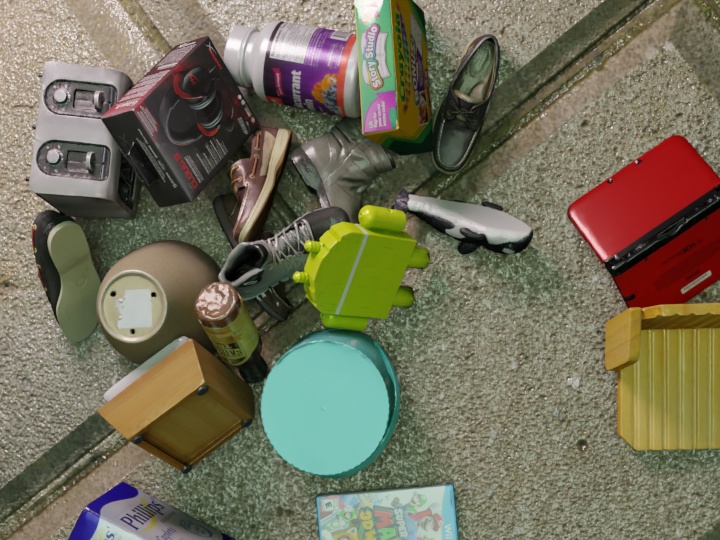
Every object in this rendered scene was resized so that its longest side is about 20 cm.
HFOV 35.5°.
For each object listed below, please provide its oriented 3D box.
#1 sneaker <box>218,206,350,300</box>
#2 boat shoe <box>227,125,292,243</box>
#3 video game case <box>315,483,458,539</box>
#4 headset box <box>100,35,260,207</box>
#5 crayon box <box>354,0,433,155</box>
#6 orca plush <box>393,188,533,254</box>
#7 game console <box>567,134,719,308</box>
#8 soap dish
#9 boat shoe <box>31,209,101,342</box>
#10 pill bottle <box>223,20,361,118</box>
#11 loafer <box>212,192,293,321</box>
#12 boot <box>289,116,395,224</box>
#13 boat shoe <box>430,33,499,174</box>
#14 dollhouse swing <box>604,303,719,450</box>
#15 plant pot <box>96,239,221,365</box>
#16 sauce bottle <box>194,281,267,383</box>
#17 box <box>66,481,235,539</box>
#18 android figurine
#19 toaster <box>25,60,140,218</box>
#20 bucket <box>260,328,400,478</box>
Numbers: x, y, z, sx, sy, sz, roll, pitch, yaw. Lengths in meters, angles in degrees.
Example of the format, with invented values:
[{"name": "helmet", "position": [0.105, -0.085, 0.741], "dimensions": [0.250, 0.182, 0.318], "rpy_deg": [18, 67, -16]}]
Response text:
[{"name": "sneaker", "position": [-0.102, -0.025, 1.490], "dimensions": [0.198, 0.116, 0.076], "rpy_deg": [-33, 81, -1]}, {"name": "boat shoe", "position": [-0.151, -0.122, 1.554], "dimensions": [0.071, 0.073, 0.203], "rpy_deg": [17, 58, -1]}, {"name": "video game case", "position": [0.040, 0.382, 1.589], "dimensions": [0.196, 0.018, 0.146], "rpy_deg": [-6, 87, 3]}, {"name": "headset box", "position": [-0.244, -0.194, 1.514], "dimensions": [0.074, 0.201, 0.150], "rpy_deg": [-5, 126, 40]}, {"name": "crayon box", "position": [0.047, -0.271, 1.521], "dimensions": [0.057, 0.172, 0.204], "rpy_deg": [-5, 85, 17]}, {"name": "orca plush", "position": [0.138, -0.049, 1.570], "dimensions": [0.196, 0.106, 0.072], "rpy_deg": [8, 120, 1]}, {"name": "game console", "position": [0.421, -0.055, 1.577], "dimensions": [0.198, 0.119, 0.173], "rpy_deg": [-33, 118, 3]}, {"name": "soap dish", "position": [-0.239, 0.187, 1.523], "dimensions": [0.156, 0.200, 0.082], "rpy_deg": [-36, 59, 1]}, {"name": "boat shoe", "position": [-0.411, 0.008, 1.576], "dimensions": [0.073, 0.204, 0.063], "rpy_deg": [-30, 44, -33]}, {"name": "pill bottle", "position": [-0.085, -0.283, 1.564], "dimensions": [0.196, 0.111, 0.114], "rpy_deg": [12, 89, 13]}, {"name": "loafer", "position": [-0.139, -0.026, 1.583], "dimensions": [0.070, 0.073, 0.203], "rpy_deg": [-26, 87, 4]}, {"name": "boot", "position": [-0.002, -0.119, 1.584], "dimensions": [0.129, 0.068, 0.202], "rpy_deg": [-31, 88, -2]}, {"name": "boat shoe", "position": [0.145, -0.236, 1.575], "dimensions": [0.072, 0.065, 0.204], "rpy_deg": [15, 90, 2]}, {"name": "dollhouse swing", "position": [0.440, 0.145, 1.497], "dimensions": [0.196, 0.182, 0.180], "rpy_deg": [-1, 79, -2]}, {"name": "plant pot", "position": [-0.282, 0.049, 1.528], "dimensions": [0.183, 0.200, 0.191], "rpy_deg": [0, 88, 3]}, {"name": "sauce bottle", "position": [-0.168, 0.092, 1.523], "dimensions": [0.065, 0.201, 0.067], "rpy_deg": [-7, 56, 10]}, {"name": "box", "position": [-0.286, 0.391, 1.527], "dimensions": [0.197, 0.184, 0.106], "rpy_deg": [25, 91, 4]}, {"name": "android figurine", "position": [0.000, 0.000, 1.528], "dimensions": [0.197, 0.041, 0.185], "rpy_deg": [5, 114, -35]}, {"name": "toaster", "position": [-0.373, -0.168, 1.555], "dimensions": [0.116, 0.200, 0.185], "rpy_deg": [5, 81, 1]}, {"name": "bucket", "position": [-0.041, 0.182, 1.541], "dimensions": [0.203, 0.135, 0.212], "rpy_deg": [0, 90, 5]}]
